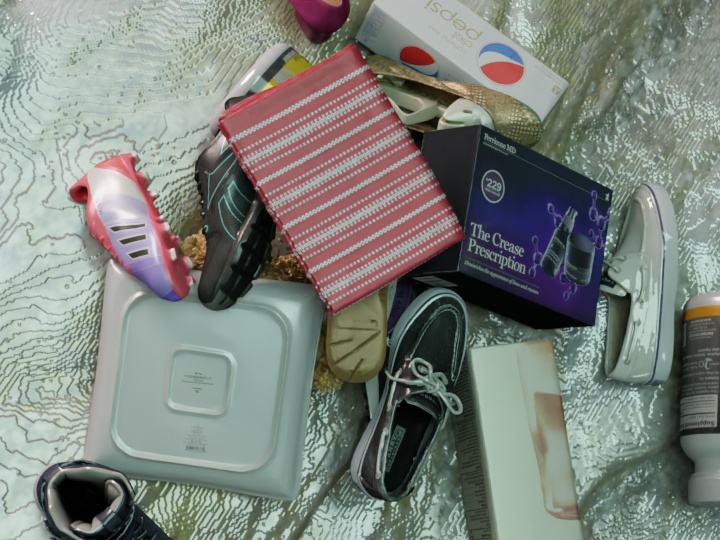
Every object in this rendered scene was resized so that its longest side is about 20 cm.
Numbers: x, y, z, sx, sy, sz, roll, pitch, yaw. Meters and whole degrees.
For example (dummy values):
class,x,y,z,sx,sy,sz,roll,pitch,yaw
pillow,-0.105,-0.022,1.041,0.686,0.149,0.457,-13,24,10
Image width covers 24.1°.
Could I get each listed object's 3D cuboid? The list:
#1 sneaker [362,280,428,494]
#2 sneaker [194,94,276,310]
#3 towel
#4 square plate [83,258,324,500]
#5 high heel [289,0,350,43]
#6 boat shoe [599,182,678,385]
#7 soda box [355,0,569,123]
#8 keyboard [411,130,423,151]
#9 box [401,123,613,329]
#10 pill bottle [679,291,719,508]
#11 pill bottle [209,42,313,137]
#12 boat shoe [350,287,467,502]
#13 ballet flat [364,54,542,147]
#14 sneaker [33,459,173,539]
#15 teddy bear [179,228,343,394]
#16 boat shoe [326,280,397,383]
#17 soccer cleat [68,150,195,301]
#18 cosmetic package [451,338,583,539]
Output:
class,x,y,z,sx,sy,sz,roll,pitch,yaw
sneaker,0.046,0.107,1.566,0.087,0.076,0.200,-9,82,3
sneaker,-0.110,-0.062,1.497,0.079,0.075,0.200,17,80,15
towel,-0.017,-0.080,1.458,0.145,0.022,0.200,-31,91,-12
square plate,-0.142,0.099,1.519,0.200,0.028,0.198,8,92,1
high heel,-0.073,-0.315,1.618,0.067,0.096,0.200,-36,89,-16
boat shoe,0.265,0.011,1.649,0.070,0.071,0.200,4,85,-15
soda box,0.099,-0.204,1.637,0.200,0.064,0.068,37,59,1
keyboard,0.088,-0.089,1.642,0.104,0.040,0.200,24,76,-7
box,0.140,-0.037,1.577,0.200,0.079,0.141,20,71,-42
pill bottle,0.366,0.126,1.623,0.116,0.116,0.200,6,78,-11
pill bottle,-0.035,-0.110,1.580,0.200,0.112,0.112,40,74,-3
boat shoe,0.052,0.110,1.500,0.074,0.068,0.200,30,79,-20
ballet flat,0.072,-0.148,1.601,0.200,0.071,0.065,18,37,23
sneaker,-0.199,0.240,1.462,0.202,0.146,0.077,40,72,-4
teddy bear,-0.087,0.035,1.554,0.145,0.067,0.200,-11,85,6
boat shoe,0.000,0.000,1.521,0.071,0.069,0.200,10,88,-2
soccer cleat,-0.205,-0.031,1.511,0.076,0.067,0.200,-28,46,-1
cosmetic package,0.142,0.171,1.572,0.087,0.103,0.200,-5,82,-12
